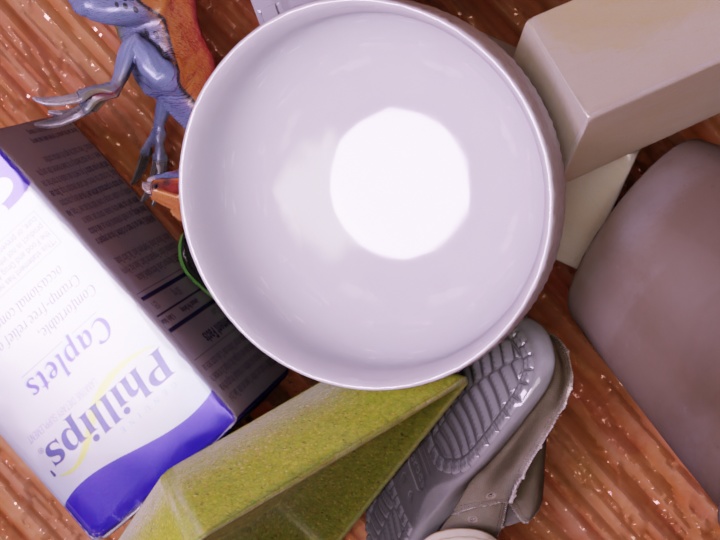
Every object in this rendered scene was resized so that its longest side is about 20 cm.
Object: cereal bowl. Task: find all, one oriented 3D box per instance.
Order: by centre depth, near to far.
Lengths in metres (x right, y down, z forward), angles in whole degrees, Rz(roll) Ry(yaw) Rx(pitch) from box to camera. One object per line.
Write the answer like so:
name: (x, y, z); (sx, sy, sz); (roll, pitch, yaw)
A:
cereal bowl: (0.013, -0.043, 1.438); (0.200, 0.083, 0.201); (3, 99, 18)

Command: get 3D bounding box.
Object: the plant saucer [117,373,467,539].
plant saucer: (-0.061, 0.127, 1.474); (0.048, 0.200, 0.200); (51, 141, 13)

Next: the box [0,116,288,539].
box: (-0.151, 0.026, 1.510); (0.105, 0.184, 0.200); (-42, 90, 10)

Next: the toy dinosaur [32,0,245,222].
toy dinosaur: (-0.112, -0.120, 1.501); (0.181, 0.105, 0.200); (41, 117, 21)

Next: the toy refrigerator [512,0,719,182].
toy refrigerator: (0.176, -0.125, 1.450); (0.200, 0.076, 0.070); (-24, 71, -18)

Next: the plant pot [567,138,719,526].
plant pot: (0.209, 0.028, 1.472); (0.173, 0.200, 0.200); (37, 101, 19)

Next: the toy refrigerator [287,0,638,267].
toy refrigerator: (0.050, -0.085, 1.515); (0.200, 0.070, 0.076); (24, 119, 5)

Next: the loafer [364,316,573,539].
loafer: (0.068, 0.096, 1.520); (0.070, 0.075, 0.200); (5, 141, -26)

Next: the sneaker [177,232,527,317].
sneaker: (0.000, 0.000, 1.528); (0.200, 0.084, 0.077); (15, 71, 1)

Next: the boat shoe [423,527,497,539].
boat shoe: (0.051, 0.236, 1.535); (0.074, 0.069, 0.200); (0, 120, -7)

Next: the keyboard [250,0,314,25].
keyboard: (-0.053, -0.207, 1.503); (0.056, 0.011, 0.200); (-24, 61, 6)
